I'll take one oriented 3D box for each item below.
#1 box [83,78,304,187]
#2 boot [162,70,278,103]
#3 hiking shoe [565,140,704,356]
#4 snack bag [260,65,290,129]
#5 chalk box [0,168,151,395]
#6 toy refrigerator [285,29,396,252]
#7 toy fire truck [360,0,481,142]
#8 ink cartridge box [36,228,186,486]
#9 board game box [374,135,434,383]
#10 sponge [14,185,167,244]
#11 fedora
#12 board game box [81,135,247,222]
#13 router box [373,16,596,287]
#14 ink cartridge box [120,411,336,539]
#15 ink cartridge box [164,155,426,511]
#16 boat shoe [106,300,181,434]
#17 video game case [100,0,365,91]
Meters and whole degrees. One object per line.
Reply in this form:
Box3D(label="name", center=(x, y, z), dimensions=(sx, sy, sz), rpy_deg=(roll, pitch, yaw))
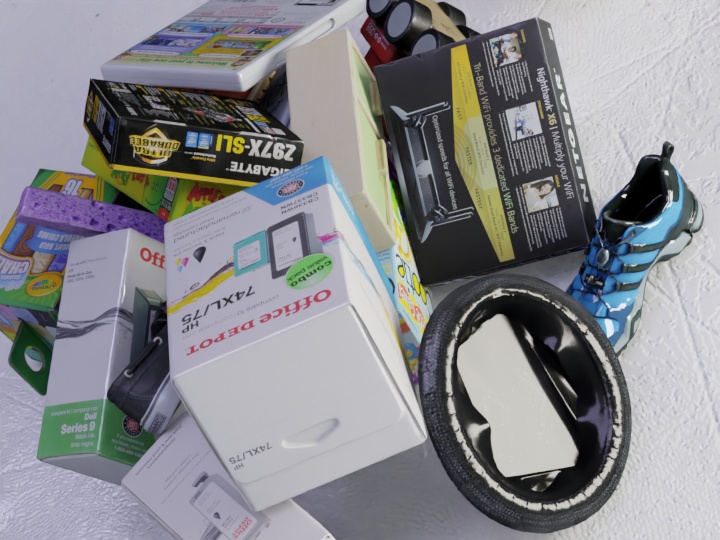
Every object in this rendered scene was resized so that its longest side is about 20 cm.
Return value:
Box3D(label="box", center=(-0.148, -0.119, 1.415), dimensions=(0.200, 0.158, 0.050), rpy_deg=(-136, 56, -67))
Box3D(label="boot", center=(-0.161, -0.174, 1.616), dimensions=(0.199, 0.107, 0.075), rpy_deg=(-32, 21, 42))
Box3D(label="hiking shoe", center=(0.204, -0.008, 1.350), dimensions=(0.074, 0.087, 0.201), rpy_deg=(19, 67, 39))
Box3D(label="snack bag", center=(-0.109, -0.124, 1.601), dimensions=(0.200, 0.021, 0.190), rpy_deg=(-37, 26, 43))
Box3D(label="chalk box", center=(-0.285, 0.020, 1.596), dimensions=(0.123, 0.125, 0.201), rpy_deg=(9, 60, 35))
Box3D(label="toy refrigerator", center=(-0.016, -0.109, 1.425), dimensions=(0.069, 0.076, 0.201), rpy_deg=(-19, 47, 14))
Box3D(label="toy fire truck", center=(0.021, -0.162, 1.576), dimensions=(0.201, 0.128, 0.177), rpy_deg=(-56, 37, 21))
Box3D(label="ink cartridge box", center=(-0.191, 0.082, 1.438), dimensions=(0.083, 0.145, 0.202), rpy_deg=(-11, 66, 38))
Box3D(label="board game box", center=(0.000, 0.000, 1.454), dimensions=(0.104, 0.103, 0.202), rpy_deg=(-17, 48, 16))
Box3D(label="sponge", center=(-0.210, -0.038, 1.486), dimensions=(0.111, 0.198, 0.030), rpy_deg=(173, 109, -74))
Box3D(label="fedora", center=(0.115, 0.108, 1.284), dimensions=(0.202, 0.199, 0.092), rpy_deg=(-63, 12, -24))
Box3D(label="board game box", center=(-0.166, -0.083, 1.490), dimensions=(0.200, 0.101, 0.048), rpy_deg=(31, 106, 53))
Box3D(label="router box", center=(0.110, -0.101, 1.430), dimensions=(0.156, 0.052, 0.202), rpy_deg=(-14, 86, 21))
Box3D(label="ink cartridge box", center=(-0.077, 0.220, 1.299), dimensions=(0.083, 0.147, 0.199), rpy_deg=(-47, 47, -10))
Box3D(label="ink cartridge box", center=(-0.053, 0.045, 1.246), dimensions=(0.145, 0.147, 0.201), rpy_deg=(-23, 35, 7))
Box3D(label="boat shoe", center=(-0.150, 0.053, 1.377), dimensions=(0.069, 0.056, 0.201), rpy_deg=(-58, 4, 40))
Box3D(label="video game case", center=(-0.123, -0.222, 1.580), dimensions=(0.199, 0.022, 0.182), rpy_deg=(9, 36, 41))
